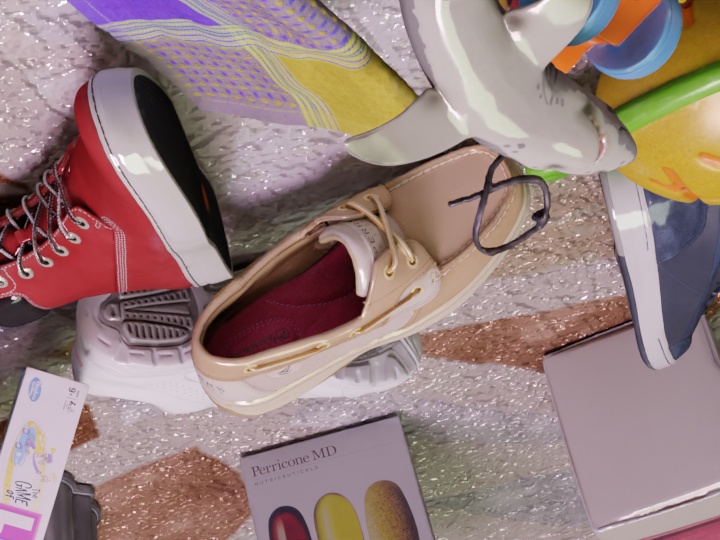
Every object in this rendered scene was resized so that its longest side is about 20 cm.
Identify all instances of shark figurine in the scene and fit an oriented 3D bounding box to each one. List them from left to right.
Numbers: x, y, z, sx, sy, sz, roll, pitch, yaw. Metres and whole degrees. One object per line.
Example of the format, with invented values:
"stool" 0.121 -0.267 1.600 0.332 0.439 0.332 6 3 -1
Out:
"shark figurine" 0.039 -0.129 0.870 0.127 0.090 0.215 -14 126 -9

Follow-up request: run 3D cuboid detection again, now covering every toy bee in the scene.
"toy bee" 0.080 -0.127 0.963 0.200 0.109 0.131 -42 142 -3

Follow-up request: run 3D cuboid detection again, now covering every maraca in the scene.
"maraca" 0.164 -0.081 1.063 0.137 0.108 0.200 -12 172 -38

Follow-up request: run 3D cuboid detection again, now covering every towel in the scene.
"towel" -0.066 -0.104 0.906 0.143 0.023 0.200 14 167 32

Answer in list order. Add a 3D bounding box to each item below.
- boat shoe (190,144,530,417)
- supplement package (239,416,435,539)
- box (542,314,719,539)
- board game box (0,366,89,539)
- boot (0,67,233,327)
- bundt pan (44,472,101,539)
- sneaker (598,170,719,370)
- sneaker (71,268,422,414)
"boat shoe" 0.000 0.000 1.114 0.200 0.074 0.069 -37 159 -5
"supplement package" 0.001 0.214 1.408 0.113 0.201 0.110 -15 153 -2
"box" 0.205 0.126 1.430 0.108 0.128 0.200 -21 151 11
"board game box" -0.189 0.153 1.149 0.034 0.201 0.134 17 173 -8
"boot" -0.144 -0.025 1.033 0.143 0.073 0.200 -13 161 0
"bundt pan" -0.255 0.200 1.387 0.201 0.076 0.202 -13 153 -7
"sneaker" 0.214 -0.016 1.232 0.145 0.077 0.203 -15 151 4
"sneaker" -0.067 0.040 1.211 0.199 0.078 0.099 6 153 -19
